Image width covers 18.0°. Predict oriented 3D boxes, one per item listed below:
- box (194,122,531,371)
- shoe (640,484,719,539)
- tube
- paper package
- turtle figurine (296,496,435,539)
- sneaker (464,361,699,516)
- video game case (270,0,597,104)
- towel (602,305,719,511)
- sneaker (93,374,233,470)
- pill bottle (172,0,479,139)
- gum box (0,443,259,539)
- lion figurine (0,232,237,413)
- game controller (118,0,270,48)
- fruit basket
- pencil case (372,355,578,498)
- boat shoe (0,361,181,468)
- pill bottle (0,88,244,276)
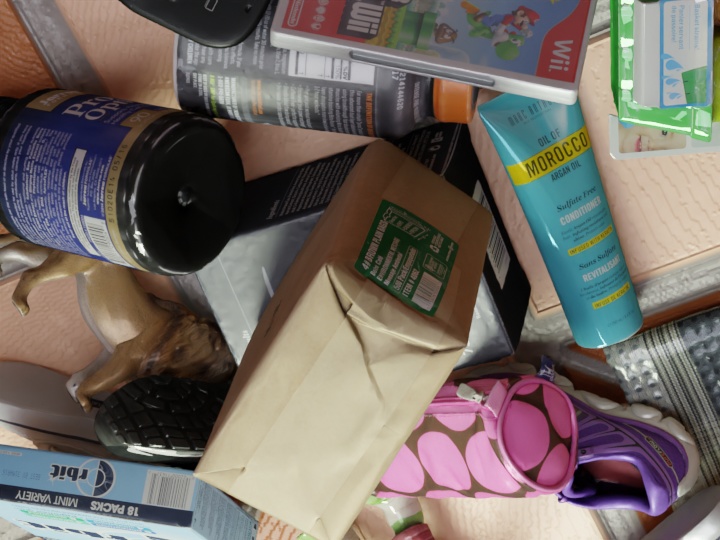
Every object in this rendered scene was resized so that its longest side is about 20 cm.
[{"bbox_3d":[0.000,0.000,1.595,0.200,0.104,0.148,-15,113,18],"label":"box"},{"bbox_3d":[0.240,0.230,1.651,0.091,0.071,0.200,42,142,2],"label":"shoe"},{"bbox_3d":[0.143,-0.043,1.576,0.050,0.077,0.200,13,131,56],"label":"tube"},{"bbox_3d":[-0.007,0.043,1.447,0.103,0.200,0.191,29,117,-5],"label":"paper package"},{"bbox_3d":[0.031,0.261,1.683,0.194,0.200,0.144,58,148,6],"label":"turtle figurine"},{"bbox_3d":[0.141,0.125,1.629,0.200,0.083,0.081,12,122,26],"label":"sneaker"},{"bbox_3d":[0.054,-0.187,1.477,0.200,0.143,0.017,12,149,5],"label":"video game case"},{"bbox_3d":[0.298,0.108,1.638,0.192,0.035,0.200,-20,109,16],"label":"towel"},{"bbox_3d":[-0.113,0.128,1.644,0.076,0.200,0.088,54,128,32],"label":"sneaker"},{"bbox_3d":[-0.018,-0.145,1.525,0.200,0.106,0.106,8,118,7],"label":"pill bottle"},{"bbox_3d":[-0.178,0.175,1.672,0.170,0.200,0.045,7,75,12],"label":"gum box"},{"bbox_3d":[-0.182,0.023,1.659,0.122,0.072,0.200,-34,101,-11],"label":"lion figurine"},{"bbox_3d":[-0.079,-0.244,1.471,0.104,0.042,0.200,26,87,15],"label":"game controller"},{"bbox_3d":[0.260,-0.158,1.473,0.200,0.094,0.185,1,116,7],"label":"fruit basket"},{"bbox_3d":[0.059,0.113,1.593,0.094,0.091,0.200,30,154,-34],"label":"pencil case"},{"bbox_3d":[-0.214,0.123,1.722,0.200,0.072,0.066,13,114,-5],"label":"boat shoe"},{"bbox_3d":[-0.186,-0.065,1.559,0.200,0.112,0.112,13,123,38],"label":"pill bottle"}]
